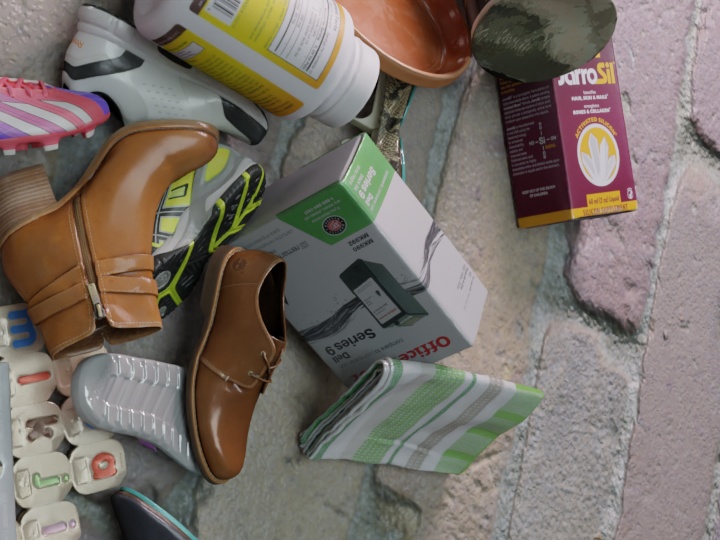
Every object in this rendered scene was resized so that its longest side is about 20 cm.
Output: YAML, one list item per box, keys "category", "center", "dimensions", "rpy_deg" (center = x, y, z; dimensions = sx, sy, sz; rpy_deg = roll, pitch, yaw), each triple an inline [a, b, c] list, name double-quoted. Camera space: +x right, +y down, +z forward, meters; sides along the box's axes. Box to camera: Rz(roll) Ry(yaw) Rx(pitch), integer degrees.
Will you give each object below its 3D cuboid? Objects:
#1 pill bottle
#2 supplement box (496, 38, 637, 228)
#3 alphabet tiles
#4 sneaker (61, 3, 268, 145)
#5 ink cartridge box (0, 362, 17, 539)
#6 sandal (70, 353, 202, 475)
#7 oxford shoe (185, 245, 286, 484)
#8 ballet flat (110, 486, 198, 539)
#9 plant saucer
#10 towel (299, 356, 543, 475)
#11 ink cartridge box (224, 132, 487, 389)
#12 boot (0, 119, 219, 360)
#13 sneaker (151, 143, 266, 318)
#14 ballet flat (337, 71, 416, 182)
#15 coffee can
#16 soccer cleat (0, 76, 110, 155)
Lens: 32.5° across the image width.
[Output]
- category: "pill bottle"
  center: [-0.081, -0.199, 1.029]
  dimensions: [0.199, 0.109, 0.111]
  rpy_deg: [28, 69, -32]
- category: "supplement box"
  center: [0.223, -0.154, 1.345]
  dimensions: [0.109, 0.085, 0.203]
  rpy_deg: [-9, 90, -37]
- category: "alphabet tiles"
  center: [-0.282, 0.130, 0.971]
  dimensions: [0.194, 0.015, 0.203]
  rpy_deg: [-10, 91, -35]
- category: "sneaker"
  center: [-0.170, -0.150, 1.065]
  dimensions: [0.199, 0.074, 0.081]
  rpy_deg: [26, 90, -32]
- category: "ink cartridge box"
  center: [-0.354, 0.151, 0.896]
  dimensions: [0.198, 0.050, 0.165]
  rpy_deg: [-1, 86, -41]
- category: "sandal"
  center: [-0.171, 0.116, 1.033]
  dimensions: [0.202, 0.049, 0.084]
  rpy_deg: [38, 54, -48]
- category: "oxford shoe"
  center: [-0.099, 0.081, 1.037]
  dimensions: [0.071, 0.070, 0.203]
  rpy_deg: [11, 84, -63]
- category: "ballet flat"
  center: [-0.141, 0.259, 1.034]
  dimensions: [0.200, 0.073, 0.074]
  rpy_deg: [42, 62, -29]
- category: "plant saucer"
  center: [0.023, -0.257, 1.193]
  dimensions: [0.199, 0.032, 0.202]
  rpy_deg: [27, 41, -26]
- category: "towel"
  center: [0.059, 0.144, 1.156]
  dimensions: [0.198, 0.149, 0.031]
  rpy_deg: [14, 45, -35]
- category: "ink cartridge box"
  center: [0.000, 0.000, 1.110]
  dimensions: [0.200, 0.145, 0.084]
  rpy_deg: [49, 35, -21]
- category: "boot"
  center: [-0.183, -0.025, 0.979]
  dimensions: [0.198, 0.074, 0.156]
  rpy_deg: [-22, 71, -10]
- category: "sneaker"
  center: [-0.168, -0.027, 1.051]
  dimensions: [0.076, 0.076, 0.200]
  rpy_deg: [36, 70, 20]
- category: "ballet flat"
  center: [0.014, -0.138, 1.206]
  dimensions: [0.074, 0.068, 0.203]
  rpy_deg: [14, 70, -13]
- category: "coffee can"
  center: [0.165, -0.314, 1.238]
  dimensions: [0.145, 0.146, 0.202]
  rpy_deg: [16, 52, -35]
- category: "soccer cleat"
  center: [-0.290, -0.125, 0.949]
  dimensions: [0.198, 0.066, 0.078]
  rpy_deg: [-14, 103, -26]
